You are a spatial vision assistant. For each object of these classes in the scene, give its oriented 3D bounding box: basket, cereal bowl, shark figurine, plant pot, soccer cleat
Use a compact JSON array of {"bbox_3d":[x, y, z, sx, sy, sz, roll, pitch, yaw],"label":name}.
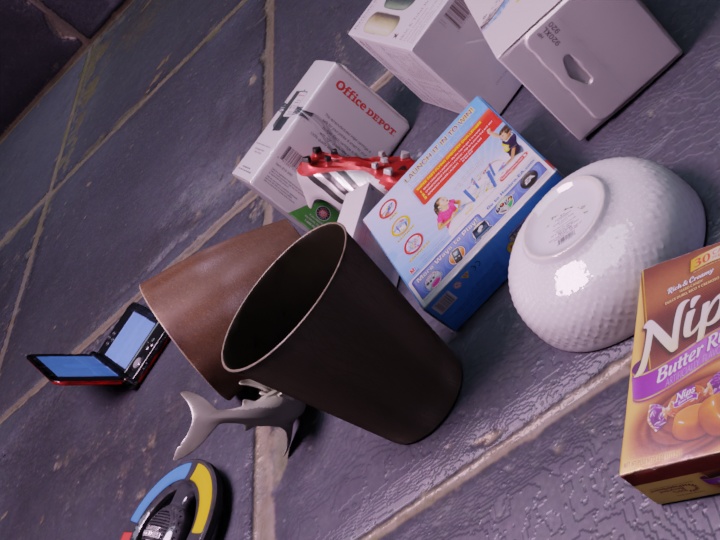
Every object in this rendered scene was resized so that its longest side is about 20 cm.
[{"bbox_3d":[-0.007,0.079,1.162,0.180,0.200,0.136,-47,28,8],"label":"basket"},{"bbox_3d":[0.213,-0.028,1.081,0.200,0.083,0.200,-36,31,26],"label":"cereal bowl"},{"bbox_3d":[-0.105,0.171,1.315,0.128,0.214,0.090,6,101,27],"label":"shark figurine"},{"bbox_3d":[-0.144,0.031,1.479,0.200,0.187,0.187,-38,28,-3],"label":"plant pot"},{"bbox_3d":[0.010,-0.105,1.474,0.200,0.085,0.069,8,33,25],"label":"soccer cleat"}]

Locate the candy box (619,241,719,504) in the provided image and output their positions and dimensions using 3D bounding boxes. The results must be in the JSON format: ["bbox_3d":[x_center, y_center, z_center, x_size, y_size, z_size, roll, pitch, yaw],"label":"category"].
[{"bbox_3d":[0.272,0.073,0.905,0.117,0.056,0.200,-25,37,43],"label":"candy box"}]

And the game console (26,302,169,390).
[{"bbox_3d":[-0.408,0.112,1.818,0.172,0.119,0.200,-57,29,-8],"label":"game console"}]

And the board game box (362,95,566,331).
[{"bbox_3d":[0.116,-0.067,1.272,0.200,0.056,0.196,-47,36,11],"label":"board game box"}]

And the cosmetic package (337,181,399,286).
[{"bbox_3d":[0.000,0.000,1.369,0.051,0.083,0.200,-22,40,43],"label":"cosmetic package"}]

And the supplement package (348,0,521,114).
[{"bbox_3d":[0.115,-0.302,1.468,0.152,0.151,0.200,-53,28,-1],"label":"supplement package"}]

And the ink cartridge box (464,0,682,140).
[{"bbox_3d":[0.226,-0.273,1.272,0.145,0.147,0.200,-42,30,19],"label":"ink cartridge box"}]

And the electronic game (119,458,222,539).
[{"bbox_3d":[-0.235,0.319,1.400,0.200,0.042,0.200,-36,32,28],"label":"electronic game"}]

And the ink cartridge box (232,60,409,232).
[{"bbox_3d":[-0.052,-0.163,1.568,0.200,0.147,0.083,-53,28,-4],"label":"ink cartridge box"}]
